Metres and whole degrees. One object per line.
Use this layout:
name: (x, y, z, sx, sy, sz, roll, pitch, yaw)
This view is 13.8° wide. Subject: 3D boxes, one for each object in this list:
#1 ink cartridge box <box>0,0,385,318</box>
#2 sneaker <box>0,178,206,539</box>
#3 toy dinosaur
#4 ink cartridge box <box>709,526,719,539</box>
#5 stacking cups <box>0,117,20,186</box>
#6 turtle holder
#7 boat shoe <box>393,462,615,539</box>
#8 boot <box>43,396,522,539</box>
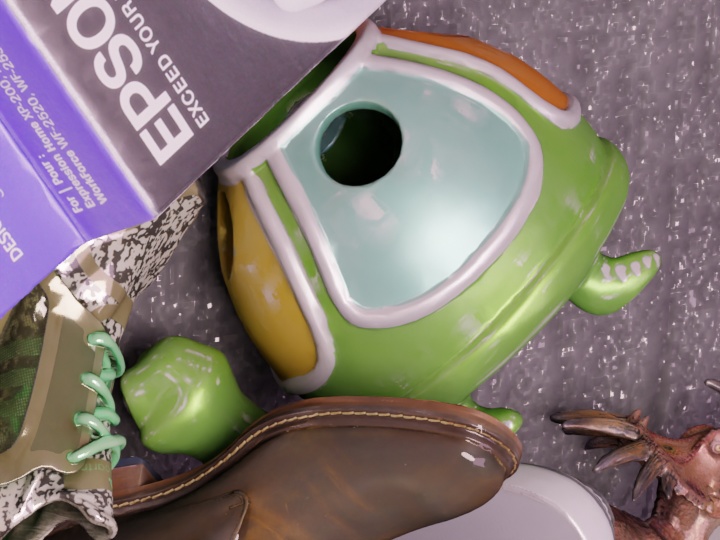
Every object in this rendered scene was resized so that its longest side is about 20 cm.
ink cartridge box: (-0.101, -0.119, 0.963, 0.200, 0.043, 0.199, -46, 111, -28)
sneaker: (-0.106, 0.055, 1.018, 0.200, 0.088, 0.077, -52, 162, -9)
toy dinosaur: (0.086, 0.118, 1.190, 0.199, 0.085, 0.136, -13, 111, -50)
ink cartridge box: (0.222, 0.203, 1.298, 0.146, 0.146, 0.201, 22, 89, -41)
stacking cups: (-0.061, -0.089, 1.042, 0.200, 0.060, 0.061, -33, 121, -28)
turtle holder: (0.003, -0.007, 1.086, 0.185, 0.141, 0.132, -38, 108, 19)
boat shoe: (0.032, 0.104, 1.100, 0.057, 0.200, 0.069, -35, 96, -37)
boot: (-0.035, 0.108, 1.018, 0.075, 0.199, 0.097, 46, 40, -38)
